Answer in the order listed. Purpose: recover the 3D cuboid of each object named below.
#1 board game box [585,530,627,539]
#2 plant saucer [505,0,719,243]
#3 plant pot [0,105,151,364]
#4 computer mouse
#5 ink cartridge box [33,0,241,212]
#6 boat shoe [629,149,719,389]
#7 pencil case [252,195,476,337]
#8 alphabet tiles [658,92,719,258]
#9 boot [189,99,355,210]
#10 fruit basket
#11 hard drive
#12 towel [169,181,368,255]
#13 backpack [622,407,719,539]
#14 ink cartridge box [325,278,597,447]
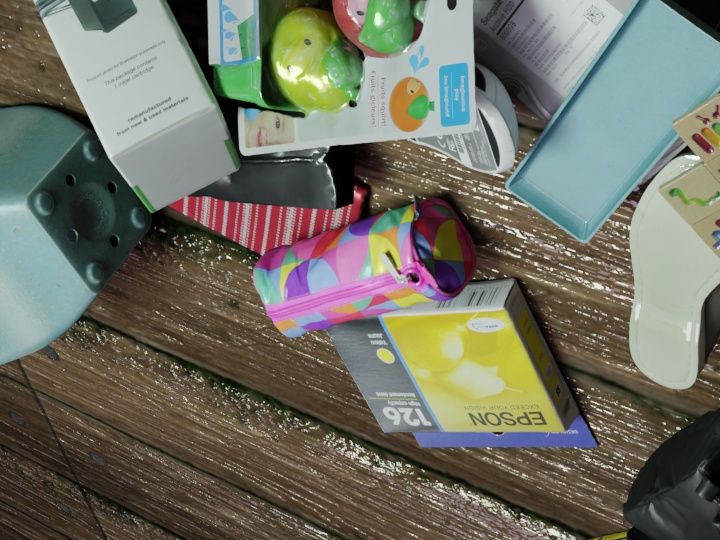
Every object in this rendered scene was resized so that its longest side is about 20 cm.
[{"bbox_3d":[0.300,0.338,1.139,0.200,0.057,0.165,43,147,-8],"label":"board game box"},{"bbox_3d":[0.157,-0.091,0.731,0.069,0.019,0.201,35,147,3],"label":"plant saucer"},{"bbox_3d":[-0.323,-0.044,1.155,0.198,0.197,0.197,-10,125,36],"label":"plant pot"},{"bbox_3d":[0.049,-0.118,0.807,0.199,0.044,0.111,30,149,49],"label":"computer mouse"},{"bbox_3d":[-0.170,-0.162,0.848,0.202,0.082,0.147,63,176,12],"label":"ink cartridge box"},{"bbox_3d":[0.224,-0.008,0.797,0.071,0.060,0.204,27,142,29],"label":"boat shoe"},{"bbox_3d":[0.000,0.000,0.971,0.198,0.089,0.089,-17,120,43],"label":"pencil case"},{"bbox_3d":[0.281,-0.044,0.688,0.200,0.006,0.166,42,128,-21],"label":"alphabet tiles"},{"bbox_3d":[-0.101,-0.131,0.941,0.197,0.066,0.167,7,118,30],"label":"boot"},{"bbox_3d":[-0.013,-0.172,0.739,0.198,0.093,0.189,1,92,46],"label":"fruit basket"},{"bbox_3d":[0.135,-0.151,0.730,0.199,0.038,0.140,40,146,-1],"label":"hard drive"},{"bbox_3d":[-0.088,-0.069,1.048,0.198,0.023,0.146,28,143,12],"label":"towel"},{"bbox_3d":[0.318,0.196,0.892,0.199,0.127,0.167,34,158,3],"label":"backpack"},{"bbox_3d":[0.086,0.100,1.051,0.195,0.047,0.202,-6,124,37],"label":"ink cartridge box"}]
